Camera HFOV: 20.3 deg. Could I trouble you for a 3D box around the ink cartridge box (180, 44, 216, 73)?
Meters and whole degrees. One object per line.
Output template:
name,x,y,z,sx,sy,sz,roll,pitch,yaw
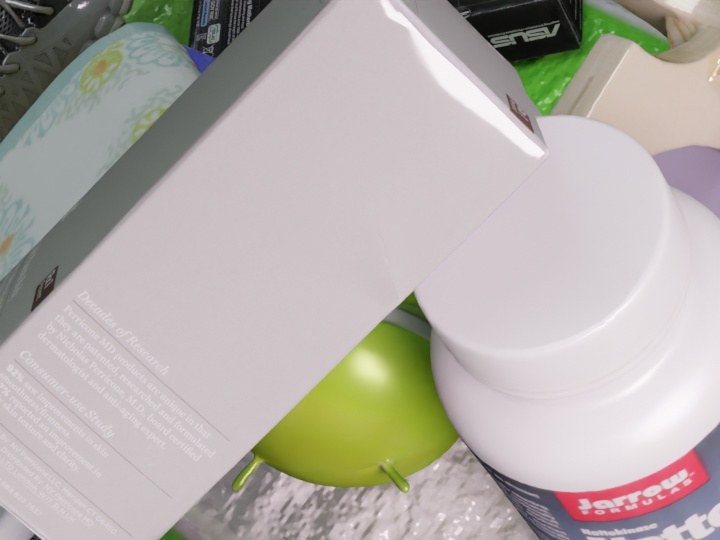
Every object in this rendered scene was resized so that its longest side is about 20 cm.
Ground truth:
ink cartridge box,-0.114,0.004,0.874,0.200,0.047,0.199,-30,37,60

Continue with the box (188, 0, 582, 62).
box,0.015,-0.182,0.992,0.191,0.048,0.201,-9,57,19

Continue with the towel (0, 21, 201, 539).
towel,-0.119,0.010,0.783,0.200,0.048,0.171,-49,36,10

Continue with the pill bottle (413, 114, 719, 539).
pill bottle,0.092,0.037,0.722,0.119,0.200,0.120,-12,56,19

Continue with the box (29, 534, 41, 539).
box,-0.040,0.129,0.712,0.200,0.136,0.039,-8,63,66

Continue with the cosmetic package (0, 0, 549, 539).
cosmetic package,-0.040,-0.009,0.636,0.200,0.090,0.107,-48,14,11

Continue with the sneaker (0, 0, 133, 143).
sneaker,-0.173,-0.098,0.924,0.075,0.115,0.201,29,111,15

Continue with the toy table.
toy table,0.153,-0.094,0.802,0.183,0.117,0.201,10,70,46

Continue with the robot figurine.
robot figurine,0.000,0.000,0.842,0.174,0.116,0.201,-3,60,25
